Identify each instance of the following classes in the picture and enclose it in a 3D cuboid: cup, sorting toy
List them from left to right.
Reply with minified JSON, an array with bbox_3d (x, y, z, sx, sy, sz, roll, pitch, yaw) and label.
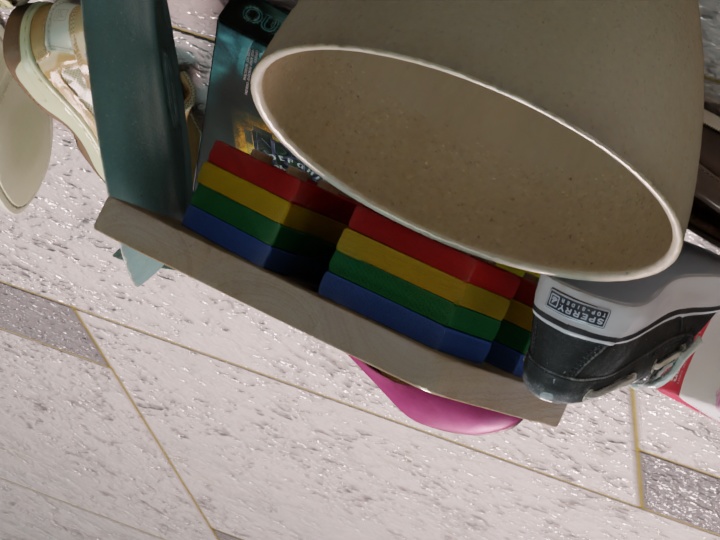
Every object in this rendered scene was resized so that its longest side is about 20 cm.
[{"bbox_3d":[0.000,0.000,1.323,0.198,0.070,0.200,25,-178,23],"label":"sorting toy"},{"bbox_3d":[0.071,-0.105,1.146,0.200,0.144,0.200,21,163,7],"label":"cup"}]

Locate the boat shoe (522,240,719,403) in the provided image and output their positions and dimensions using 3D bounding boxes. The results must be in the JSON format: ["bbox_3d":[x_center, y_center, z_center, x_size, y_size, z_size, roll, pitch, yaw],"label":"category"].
[{"bbox_3d":[0.133,0.026,1.289,0.073,0.068,0.199,23,-162,16],"label":"boat shoe"}]

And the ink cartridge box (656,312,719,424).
[{"bbox_3d":[0.266,0.072,1.432,0.147,0.086,0.200,28,180,-11],"label":"ink cartridge box"}]

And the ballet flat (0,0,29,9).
[{"bbox_3d":[-0.228,-0.192,1.427,0.067,0.046,0.200,18,162,17],"label":"ballet flat"}]

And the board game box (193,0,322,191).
[{"bbox_3d":[-0.026,-0.066,1.483,0.135,0.028,0.200,29,152,7],"label":"board game box"}]

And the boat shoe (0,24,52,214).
[{"bbox_3d":[-0.250,-0.105,1.665,0.066,0.075,0.199,20,162,17],"label":"boat shoe"}]

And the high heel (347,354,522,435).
[{"bbox_3d":[0.011,0.026,1.449,0.200,0.068,0.096,27,165,45],"label":"high heel"}]

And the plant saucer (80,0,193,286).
[{"bbox_3d":[-0.116,-0.093,1.386,0.036,0.201,0.200,-8,160,0],"label":"plant saucer"}]

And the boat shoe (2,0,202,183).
[{"bbox_3d":[-0.130,-0.095,1.562,0.076,0.072,0.200,-7,153,27],"label":"boat shoe"}]

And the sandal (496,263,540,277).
[{"bbox_3d":[0.097,-0.020,1.441,0.079,0.087,0.200,14,167,-14],"label":"sandal"}]

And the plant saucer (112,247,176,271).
[{"bbox_3d":[-0.057,-0.016,1.662,0.200,0.039,0.201,6,-178,0],"label":"plant saucer"}]

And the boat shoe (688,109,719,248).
[{"bbox_3d":[0.148,-0.055,1.330,0.199,0.060,0.072,23,163,2],"label":"boat shoe"}]
